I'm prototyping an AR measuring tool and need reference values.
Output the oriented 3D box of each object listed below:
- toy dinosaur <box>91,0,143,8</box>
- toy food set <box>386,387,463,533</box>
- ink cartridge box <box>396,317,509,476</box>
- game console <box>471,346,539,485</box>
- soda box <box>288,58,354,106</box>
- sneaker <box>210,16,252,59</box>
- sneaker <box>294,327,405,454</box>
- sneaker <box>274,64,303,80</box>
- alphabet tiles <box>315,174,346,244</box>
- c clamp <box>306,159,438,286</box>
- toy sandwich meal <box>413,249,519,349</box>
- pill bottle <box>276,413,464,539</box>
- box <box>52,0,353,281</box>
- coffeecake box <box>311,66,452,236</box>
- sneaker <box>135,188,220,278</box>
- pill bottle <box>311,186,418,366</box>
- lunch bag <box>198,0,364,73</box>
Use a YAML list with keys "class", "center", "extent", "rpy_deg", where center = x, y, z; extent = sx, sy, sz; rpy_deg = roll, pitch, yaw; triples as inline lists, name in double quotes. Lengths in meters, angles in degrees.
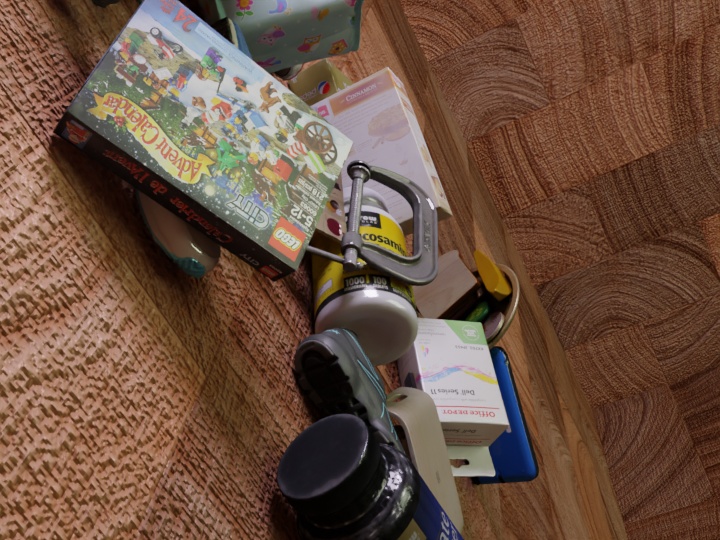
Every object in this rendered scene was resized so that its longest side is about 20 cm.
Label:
- class: "toy dinosaur"
  center: [-0.191, -0.284, 0.619]
  extent: [0.199, 0.137, 0.102]
  rpy_deg: [28, 29, 15]
- class: "toy food set"
  center: [0.060, 0.239, 0.889]
  extent: [0.143, 0.060, 0.202]
  rpy_deg: [-2, 78, -73]
- class: "ink cartridge box"
  center: [0.121, 0.165, 1.035]
  extent: [0.116, 0.068, 0.201]
  rpy_deg: [5, 51, -19]
- class: "game console"
  center: [0.206, 0.217, 1.223]
  extent: [0.118, 0.170, 0.202]
  rpy_deg: [-12, 85, -46]
- class: "soda box"
  center: [-0.032, -0.246, 1.191]
  extent: [0.200, 0.067, 0.064]
  rpy_deg: [19, 50, -68]
- class: "sneaker"
  center: [-0.116, -0.152, 0.778]
  extent: [0.089, 0.078, 0.202]
  rpy_deg: [2, 71, -58]
- class: "sneaker"
  center: [0.009, 0.147, 0.778]
  extent: [0.079, 0.075, 0.201]
  rpy_deg: [-26, 93, -62]
- class: "sneaker"
  center: [-0.138, -0.334, 1.005]
  extent: [0.082, 0.077, 0.201]
  rpy_deg: [-53, 127, -41]
- class: "alphabet tiles"
  center: [-0.087, -0.131, 0.870]
  extent: [0.166, 0.008, 0.201]
  rpy_deg: [27, 37, -30]
- class: "c clamp"
  center: [0.016, -0.059, 0.854]
  extent: [0.170, 0.027, 0.201]
  rpy_deg: [26, 39, -11]
- class: "toy sandwich meal"
  center: [0.152, 0.051, 1.199]
  extent: [0.070, 0.205, 0.206]
  rpy_deg: [40, 28, -28]
- class: "pill bottle"
  center: [0.016, 0.220, 0.661]
  extent: [0.201, 0.111, 0.112]
  rpy_deg: [58, 19, -28]
- class: "box"
  center: [-0.110, -0.103, 0.607]
  extent: [0.199, 0.038, 0.137]
  rpy_deg: [35, 57, -23]
- class: "coffeecake box"
  center: [0.012, -0.139, 1.041]
  extent: [0.073, 0.153, 0.201]
  rpy_deg: [17, 52, -69]
- class: "sneaker"
  center: [-0.132, -0.085, 0.655]
  extent: [0.077, 0.080, 0.201]
  rpy_deg: [50, 25, -49]
- class: "pill bottle"
  center: [0.000, 0.000, 0.895]
  extent: [0.113, 0.112, 0.201]
  rpy_deg: [51, 22, -41]
- class: "lunch bag"
  center: [-0.105, -0.335, 0.886]
  extent: [0.122, 0.169, 0.201]
  rpy_deg: [105, -34, -68]
